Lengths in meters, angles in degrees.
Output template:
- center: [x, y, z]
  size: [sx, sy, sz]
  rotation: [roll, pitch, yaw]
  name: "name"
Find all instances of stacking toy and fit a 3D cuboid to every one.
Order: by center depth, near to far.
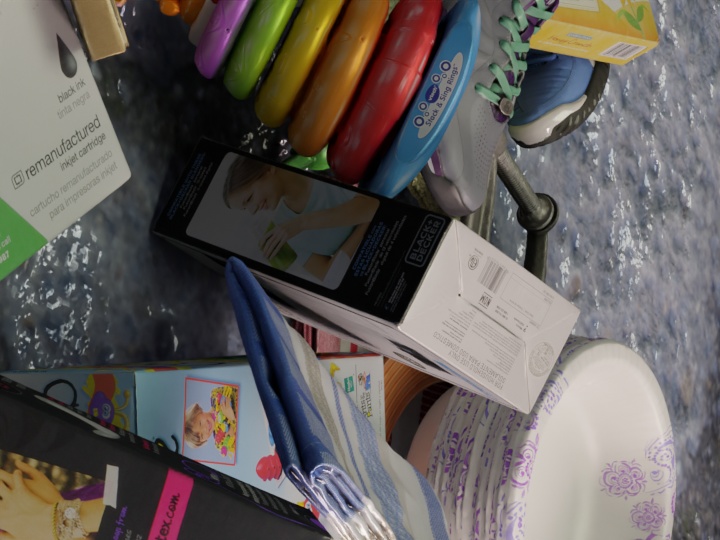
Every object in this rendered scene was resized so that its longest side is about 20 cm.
- center: [-0.046, -0.122, 1.104]
  size: [0.199, 0.110, 0.116]
  rotation: [27, 82, -5]
  name: "stacking toy"

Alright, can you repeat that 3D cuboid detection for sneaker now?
- center: [0.074, -0.132, 1.202]
  size: [0.074, 0.087, 0.201]
  rotation: [31, 55, -63]
  name: "sneaker"
- center: [0.122, -0.165, 1.418]
  size: [0.077, 0.075, 0.201]
  rotation: [45, 43, -36]
  name: "sneaker"

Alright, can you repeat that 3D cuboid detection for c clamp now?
- center: [0.091, -0.036, 1.317]
  size: [0.200, 0.027, 0.172]
  rotation: [56, 39, -59]
  name: "c clamp"

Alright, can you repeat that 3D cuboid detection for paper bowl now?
- center: [0.099, 0.137, 1.269]
  size: [0.200, 0.104, 0.202]
  rotation: [-6, 98, -53]
  name: "paper bowl"

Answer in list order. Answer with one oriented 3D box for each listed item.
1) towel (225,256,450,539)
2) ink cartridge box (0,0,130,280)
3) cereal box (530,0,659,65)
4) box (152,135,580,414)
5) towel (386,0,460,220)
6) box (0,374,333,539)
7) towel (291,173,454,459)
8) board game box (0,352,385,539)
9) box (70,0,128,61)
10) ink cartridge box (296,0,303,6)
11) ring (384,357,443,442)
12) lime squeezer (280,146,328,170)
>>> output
- center: [0.002, 0.097, 1.012]
  size: [0.200, 0.024, 0.147]
  rotation: [54, 9, -42]
  name: "towel"
- center: [-0.202, -0.095, 0.932]
  size: [0.146, 0.084, 0.201]
  rotation: [-45, 122, -47]
  name: "ink cartridge box"
- center: [0.110, -0.235, 1.357]
  size: [0.143, 0.039, 0.201]
  rotation: [5, 65, -42]
  name: "cereal box"
- center: [0.000, 0.000, 1.101]
  size: [0.117, 0.200, 0.060]
  rotation: [34, 81, -44]
  name: "box"
- center: [0.042, -0.120, 1.287]
  size: [0.200, 0.036, 0.149]
  rotation: [58, 34, -46]
  name: "towel"
- center: [-0.125, 0.113, 0.892]
  size: [0.199, 0.122, 0.106]
  rotation: [25, 87, -6]
  name: "box"
- center: [0.026, 0.042, 1.300]
  size: [0.200, 0.023, 0.145]
  rotation: [30, 64, -50]
  name: "towel"
- center: [-0.084, 0.096, 1.068]
  size: [0.200, 0.103, 0.105]
  rotation: [0, 88, -55]
  name: "board game box"
- center: [-0.149, -0.206, 0.986]
  size: [0.164, 0.021, 0.201]
  rotation: [-123, -164, -72]
  name: "box"
- center: [0.001, -0.253, 1.181]
  size: [0.084, 0.145, 0.201]
  rotation: [45, 53, -43]
  name: "ink cartridge box"
- center: [0.041, 0.132, 1.293]
  size: [0.200, 0.019, 0.202]
  rotation: [-6, 97, -53]
  name: "ring"
- center: [-0.034, -0.103, 1.225]
  size: [0.070, 0.038, 0.201]
  rotation: [21, 68, -18]
  name: "lime squeezer"
